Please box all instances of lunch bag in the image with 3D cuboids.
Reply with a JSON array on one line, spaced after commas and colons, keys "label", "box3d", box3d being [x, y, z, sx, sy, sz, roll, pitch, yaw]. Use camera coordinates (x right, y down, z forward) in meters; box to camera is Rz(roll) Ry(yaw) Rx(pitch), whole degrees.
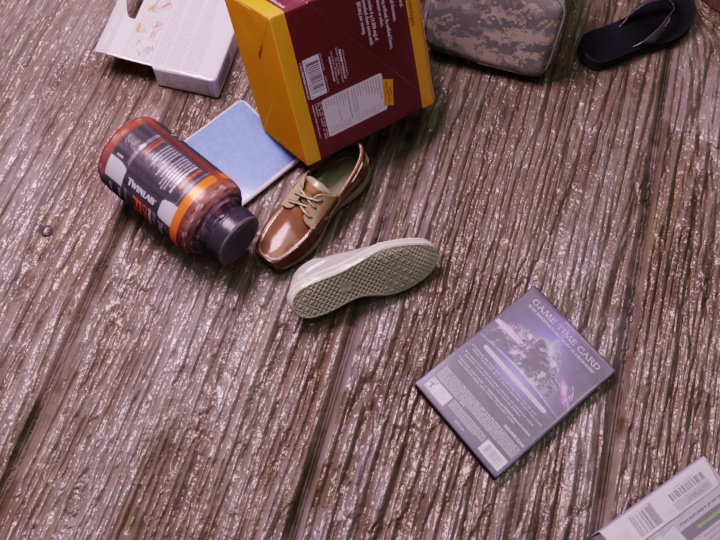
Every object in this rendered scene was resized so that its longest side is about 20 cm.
[{"label": "lunch bag", "box3d": [0.192, -0.389, 1.173, 0.198, 0.140, 0.169, 14, 50, 5]}]

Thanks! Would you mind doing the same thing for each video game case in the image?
[{"label": "video game case", "box3d": [0.185, 0.129, 1.001, 0.199, 0.019, 0.143, -36, 72, -16]}]

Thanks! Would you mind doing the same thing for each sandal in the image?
[{"label": "sandal", "box3d": [0.405, -0.348, 1.202, 0.199, 0.043, 0.076, -31, 70, -13]}]

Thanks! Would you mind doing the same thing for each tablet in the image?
[{"label": "tablet", "box3d": [-0.192, -0.131, 1.113, 0.200, 0.014, 0.130, -41, 73, -18]}]

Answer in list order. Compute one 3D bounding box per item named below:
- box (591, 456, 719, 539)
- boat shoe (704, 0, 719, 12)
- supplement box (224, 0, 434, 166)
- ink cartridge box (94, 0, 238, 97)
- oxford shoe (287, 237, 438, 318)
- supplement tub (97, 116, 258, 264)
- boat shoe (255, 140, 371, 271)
[{"label": "box", "box3d": [0.373, 0.329, 0.903, 0.155, 0.041, 0.201, -30, 69, -13]}, {"label": "boat shoe", "box3d": [0.503, -0.463, 1.245, 0.064, 0.071, 0.200, -39, 80, -23]}, {"label": "supplement box", "box3d": [-0.034, -0.279, 1.054, 0.199, 0.199, 0.133, -29, 41, -18]}, {"label": "ink cartridge box", "box3d": [-0.256, -0.356, 1.194, 0.174, 0.045, 0.202, 14, 66, 4]}, {"label": "oxford shoe", "box3d": [0.000, 0.000, 1.033, 0.198, 0.076, 0.058, -19, 31, -11]}, {"label": "supplement tub", "box3d": [-0.219, -0.094, 1.030, 0.199, 0.107, 0.107, 38, 71, 16]}, {"label": "boat shoe", "box3d": [-0.062, -0.091, 1.064, 0.075, 0.074, 0.200, 34, 70, 13]}]
